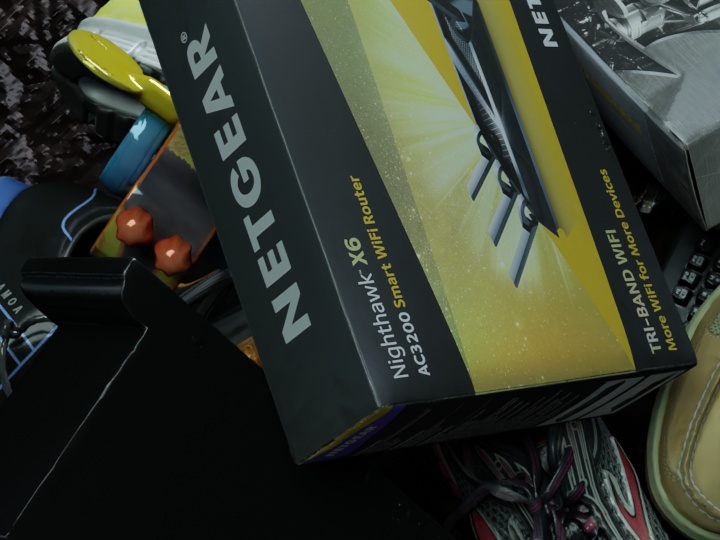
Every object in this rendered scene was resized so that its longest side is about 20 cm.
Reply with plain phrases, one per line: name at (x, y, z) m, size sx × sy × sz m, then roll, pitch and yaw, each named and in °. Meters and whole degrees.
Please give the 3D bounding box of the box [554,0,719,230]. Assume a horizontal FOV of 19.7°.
box at (0.183, -0.118, 0.859) m, size 0.199 × 0.049 × 0.159 m, roll -27°, pitch 41°, yaw -6°

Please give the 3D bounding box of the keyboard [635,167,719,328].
keyboard at (0.165, -0.038, 0.856) m, size 0.103 × 0.040 × 0.201 m, roll 21°, pitch 67°, yaw 21°

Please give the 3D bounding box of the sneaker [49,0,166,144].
sneaker at (-0.031, -0.087, 0.905) m, size 0.199 × 0.078 × 0.091 m, roll 22°, pitch 54°, yaw 14°

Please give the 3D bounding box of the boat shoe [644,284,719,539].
boat shoe at (0.177, 0.014, 0.787) m, size 0.071 × 0.076 × 0.201 m, roll 37°, pitch 68°, yaw -9°

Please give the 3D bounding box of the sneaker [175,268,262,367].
sneaker at (0.000, 0.000, 0.850) m, size 0.199 × 0.078 × 0.078 m, roll -26°, pitch 53°, yaw -3°

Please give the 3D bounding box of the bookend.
bookend at (-0.080, 0.135, 0.716) m, size 0.092 × 0.199 × 0.201 m, roll 0°, pitch 53°, yaw 58°

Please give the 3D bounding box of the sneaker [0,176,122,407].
sneaker at (-0.149, 0.048, 0.856) m, size 0.077 × 0.070 × 0.201 m, roll 8°, pitch 63°, yaw 24°

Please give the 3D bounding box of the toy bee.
toy bee at (-0.058, -0.027, 0.785) m, size 0.130 × 0.109 × 0.202 m, roll 14°, pitch 89°, yaw -7°

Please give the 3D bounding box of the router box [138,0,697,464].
router box at (0.019, -0.040, 0.742) m, size 0.156 × 0.052 × 0.201 m, roll -6°, pitch 68°, yaw -41°

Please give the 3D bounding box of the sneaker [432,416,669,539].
sneaker at (0.073, 0.100, 0.780) m, size 0.080 × 0.075 × 0.201 m, roll -27°, pitch 61°, yaw -5°
